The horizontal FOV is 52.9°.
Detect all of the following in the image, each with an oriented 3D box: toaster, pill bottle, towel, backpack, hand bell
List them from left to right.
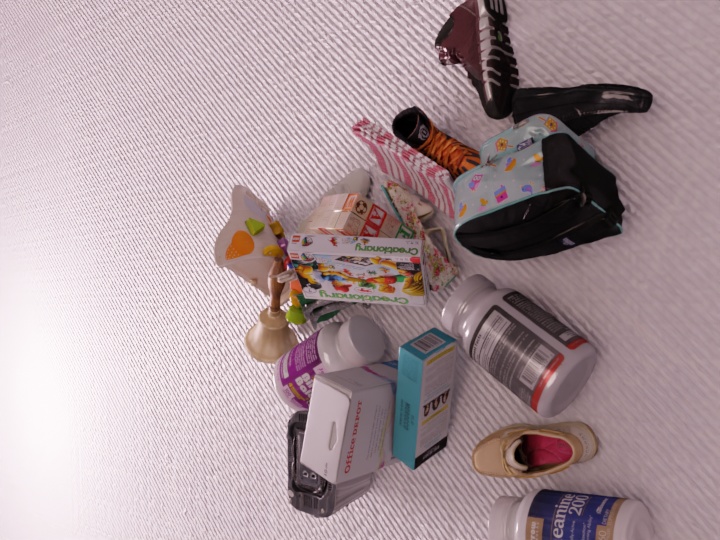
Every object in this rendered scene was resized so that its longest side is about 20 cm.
[{"bbox_3d":[-0.151,0.059,1.286,0.104,0.103,0.203,43,139,32],"label":"hand bell"},{"bbox_3d":[-0.053,0.157,1.240,0.199,0.111,0.114,-36,68,37],"label":"pill bottle"},{"bbox_3d":[-0.050,0.307,1.230,0.112,0.128,0.205,-1,91,40],"label":"toaster"},{"bbox_3d":[0.080,-0.145,1.096,0.030,0.146,0.199,-49,56,-3],"label":"towel"},{"bbox_3d":[0.214,0.097,0.999,0.199,0.115,0.118,40,116,34],"label":"pill bottle"},{"bbox_3d":[0.219,-0.097,0.954,0.198,0.174,0.156,-28,57,37],"label":"backpack"},{"bbox_3d":[0.273,0.350,0.956,0.197,0.110,0.114,-7,86,41],"label":"pill bottle"}]

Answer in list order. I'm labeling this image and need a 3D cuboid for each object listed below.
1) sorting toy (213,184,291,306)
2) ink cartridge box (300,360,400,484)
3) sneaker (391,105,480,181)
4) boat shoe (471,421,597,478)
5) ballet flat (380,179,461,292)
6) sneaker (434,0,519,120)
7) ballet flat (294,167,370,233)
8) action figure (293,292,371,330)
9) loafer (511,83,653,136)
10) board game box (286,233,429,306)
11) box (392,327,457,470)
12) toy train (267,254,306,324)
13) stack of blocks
[{"bbox_3d":[-0.181,-0.062,1.324,0.105,0.200,0.183,-27,59,14],"label":"sorting toy"},{"bbox_3d":[0.010,0.229,1.127,0.084,0.198,0.148,18,103,38],"label":"ink cartridge box"},{"bbox_3d":[0.117,-0.173,1.070,0.199,0.112,0.078,32,90,35],"label":"sneaker"},{"bbox_3d":[0.230,0.254,1.019,0.198,0.068,0.075,-26,75,39],"label":"boat shoe"},{"bbox_3d":[0.098,-0.062,1.141,0.063,0.076,0.203,-26,77,6],"label":"ballet flat"},{"bbox_3d":[0.165,-0.304,1.068,0.114,0.075,0.205,-16,70,45],"label":"sneaker"},{"bbox_3d":[-0.057,-0.098,1.267,0.200,0.069,0.070,-48,62,31],"label":"ballet flat"},{"bbox_3d":[-0.001,0.030,1.183,0.197,0.118,0.055,-28,64,3],"label":"action figure"},{"bbox_3d":[0.289,-0.209,0.959,0.198,0.067,0.072,10,106,46],"label":"loafer"},{"bbox_3d":[0.000,0.000,1.070,0.195,0.127,0.035,3,55,14],"label":"board game box"},{"bbox_3d":[0.096,0.194,1.091,0.049,0.081,0.204,27,126,38],"label":"box"},{"bbox_3d":[-0.103,0.040,1.226,0.084,0.198,0.118,29,116,28],"label":"toy train"},{"bbox_3d":[-0.019,-0.064,1.141,0.199,0.114,0.059,6,68,61],"label":"stack of blocks"}]
